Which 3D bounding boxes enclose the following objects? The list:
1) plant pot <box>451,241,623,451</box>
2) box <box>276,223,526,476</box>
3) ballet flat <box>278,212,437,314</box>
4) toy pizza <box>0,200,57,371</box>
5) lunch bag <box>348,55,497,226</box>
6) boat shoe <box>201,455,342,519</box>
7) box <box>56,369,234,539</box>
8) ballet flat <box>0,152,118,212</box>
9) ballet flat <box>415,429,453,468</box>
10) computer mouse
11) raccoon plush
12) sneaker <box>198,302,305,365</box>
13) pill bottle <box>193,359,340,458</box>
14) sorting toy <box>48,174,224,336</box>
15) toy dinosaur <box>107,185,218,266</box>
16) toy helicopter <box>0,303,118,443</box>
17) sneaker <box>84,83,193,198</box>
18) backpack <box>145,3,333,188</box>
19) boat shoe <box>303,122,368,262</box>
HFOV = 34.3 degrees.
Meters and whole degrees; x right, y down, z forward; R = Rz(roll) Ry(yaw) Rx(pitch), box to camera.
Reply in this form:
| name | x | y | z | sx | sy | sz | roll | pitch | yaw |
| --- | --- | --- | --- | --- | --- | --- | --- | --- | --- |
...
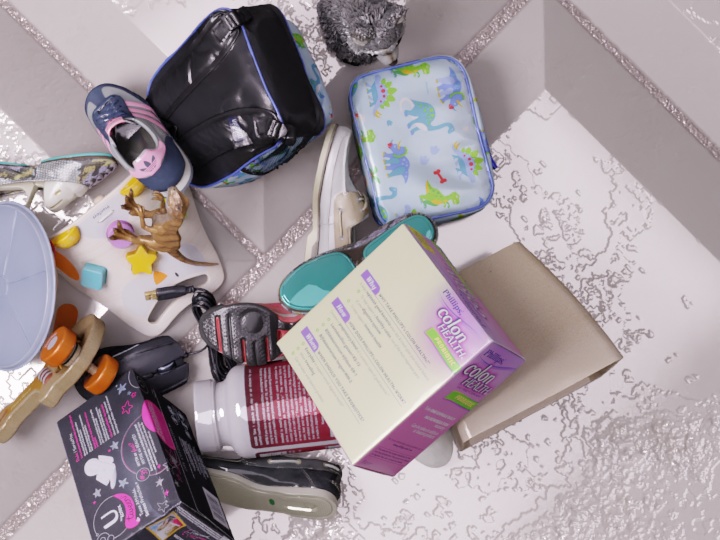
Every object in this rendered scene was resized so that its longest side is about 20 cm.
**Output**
| name | x | y | z | sx | sy | sz | roll | pitch | yaw |
| --- | --- | --- | --- | --- | --- | --- | --- | --- | --- |
| plant pot | 0.166 | 0.084 | 1.377 | 0.199 | 0.200 | 0.178 | -27 | 77 | -2 |
| box | 0.041 | 0.088 | 1.262 | 0.200 | 0.097 | 0.176 | -44 | 58 | 12 |
| ballet flat | 0.000 | 0.000 | 1.360 | 0.199 | 0.072 | 0.072 | -26 | 89 | -3 |
| toy pizza | -0.413 | 0.019 | 1.383 | 0.199 | 0.032 | 0.202 | 0 | 89 | 41 |
| lunch bag | 0.076 | -0.153 | 1.425 | 0.160 | 0.082 | 0.201 | -14 | 89 | -1 |
| boat shoe | -0.121 | 0.252 | 1.426 | 0.199 | 0.072 | 0.068 | 8 | 50 | 5 |
| box | -0.246 | 0.241 | 1.330 | 0.114 | 0.132 | 0.200 | -33 | 50 | 4 |
| ballet flat | -0.391 | -0.102 | 1.415 | 0.199 | 0.072 | 0.073 | -3 | 88 | 5 |
| ballet flat | 0.055 | 0.152 | 1.423 | 0.069 | 0.069 | 0.201 | -22 | 89 | -2 |
| computer mouse | -0.256 | 0.094 | 1.402 | 0.199 | 0.046 | 0.141 | -10 | 111 | -2 |
| raccoon plush | -0.023 | -0.323 | 1.399 | 0.200 | 0.134 | 0.097 | 40 | 88 | 0 |
| sneaker | -0.096 | 0.073 | 1.408 | 0.199 | 0.087 | 0.074 | 1 | 93 | -10 |
| pill bottle | -0.095 | 0.163 | 1.395 | 0.199 | 0.113 | 0.114 | -6 | 89 | -3 |
| sorting toy | -0.264 | -0.019 | 1.417 | 0.200 | 0.107 | 0.180 | -39 | 109 | -2 |
| toy dinosaur | -0.226 | -0.038 | 1.332 | 0.106 | 0.200 | 0.061 | 23 | 71 | 4 |
| toy helicopter | -0.373 | 0.125 | 1.382 | 0.079 | 0.132 | 0.200 | 38 | 107 | -28 |
| sneaker | -0.268 | -0.165 | 1.332 | 0.070 | 0.082 | 0.200 | -49 | 57 | 2 |
| backpack | -0.141 | -0.195 | 1.376 | 0.200 | 0.147 | 0.184 | -30 | 82 | 38 |
| boat shoe | -0.023 | -0.077 | 1.408 | 0.068 | 0.075 | 0.201 | 10 | 112 | 6 |
